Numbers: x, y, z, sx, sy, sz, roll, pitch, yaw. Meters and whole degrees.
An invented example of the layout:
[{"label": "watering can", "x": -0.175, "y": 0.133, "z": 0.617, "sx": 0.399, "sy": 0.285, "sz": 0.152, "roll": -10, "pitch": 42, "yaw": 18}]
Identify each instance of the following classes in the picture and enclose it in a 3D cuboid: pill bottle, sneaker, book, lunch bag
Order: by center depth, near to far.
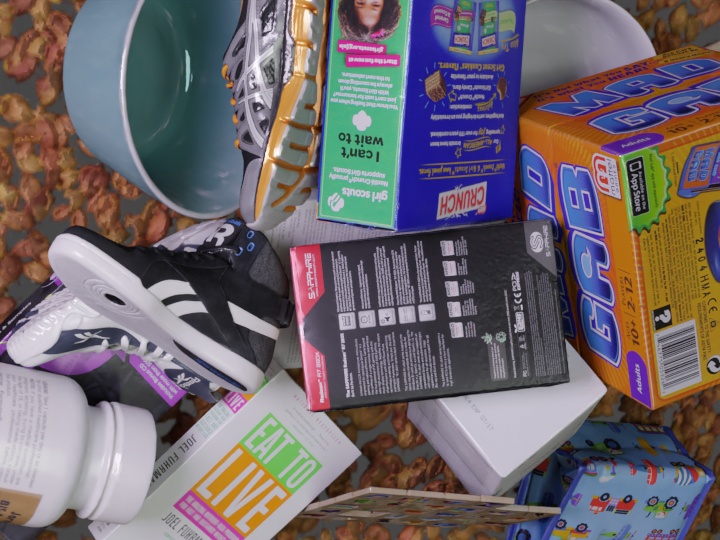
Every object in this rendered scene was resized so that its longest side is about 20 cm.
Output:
[{"label": "sneaker", "x": -0.063, "y": -0.129, "z": 1.152, "sx": 0.078, "sy": 0.077, "sz": 0.202, "roll": 9, "pitch": 91, "yaw": -68}, {"label": "sneaker", "x": -0.131, "y": -0.004, "z": 1.171, "sx": 0.200, "sy": 0.073, "sz": 0.113, "roll": 39, "pitch": 64, "yaw": -36}, {"label": "pill bottle", "x": -0.258, "y": 0.128, "z": 1.189, "sx": 0.198, "sy": 0.114, "sz": 0.115, "roll": 14, "pitch": 98, "yaw": -25}, {"label": "sneaker", "x": -0.161, "y": 0.057, "z": 1.231, "sx": 0.198, "sy": 0.079, "sz": 0.131, "roll": -31, "pitch": 102, "yaw": -33}, {"label": "book", "x": -0.111, "y": 0.175, "z": 1.321, "sx": 0.200, "sy": 0.048, "sz": 0.134, "roll": -44, "pitch": 135, "yaw": -4}, {"label": "lunch bag", "x": 0.213, "y": 0.246, "z": 1.487, "sx": 0.149, "sy": 0.094, "sz": 0.202, "roll": 6, "pitch": 113, "yaw": -25}]

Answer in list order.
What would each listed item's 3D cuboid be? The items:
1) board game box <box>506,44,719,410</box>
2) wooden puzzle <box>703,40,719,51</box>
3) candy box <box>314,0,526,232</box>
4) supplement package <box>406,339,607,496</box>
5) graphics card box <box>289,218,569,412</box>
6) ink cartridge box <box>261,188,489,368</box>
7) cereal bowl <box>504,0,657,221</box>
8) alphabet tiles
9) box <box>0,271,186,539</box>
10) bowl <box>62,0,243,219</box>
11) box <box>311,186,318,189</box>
[{"label": "board game box", "x": 0.245, "y": -0.043, "z": 1.260, "sx": 0.198, "sy": 0.200, "sz": 0.202, "roll": -18, "pitch": 111, "yaw": -18}, {"label": "wooden puzzle", "x": 0.372, "y": -0.129, "z": 1.469, "sx": 0.199, "sy": 0.046, "sz": 0.187, "roll": -23, "pitch": 111, "yaw": -16}, {"label": "candy box", "x": 0.049, "y": -0.135, "z": 1.182, "sx": 0.168, "sy": 0.076, "sz": 0.202, "roll": -8, "pitch": 103, "yaw": -55}, {"label": "supplement package", "x": 0.114, "y": 0.109, "z": 1.322, "sx": 0.109, "sy": 0.200, "sz": 0.114, "roll": -37, "pitch": 78, "yaw": -10}, {"label": "graphics card box", "x": 0.052, "y": 0.034, "z": 1.205, "sx": 0.198, "sy": 0.051, "sz": 0.127, "roll": -7, "pitch": 84, "yaw": 0}, {"label": "ink cartridge box", "x": 0.000, "y": 0.000, "z": 1.318, "sx": 0.198, "sy": 0.050, "sz": 0.162, "roll": -5, "pitch": 123, "yaw": -24}, {"label": "cereal bowl", "x": 0.150, "y": -0.139, "z": 1.350, "sx": 0.198, "sy": 0.083, "sz": 0.202, "roll": -6, "pitch": 106, "yaw": -21}, {"label": "alphabet tiles", "x": 0.061, "y": 0.203, "z": 1.363, "sx": 0.198, "sy": 0.167, "sz": 0.008, "roll": 8, "pitch": 72, "yaw": -25}, {"label": "box", "x": -0.245, "y": 0.104, "z": 1.272, "sx": 0.200, "sy": 0.036, "sz": 0.143, "roll": -44, "pitch": 115, "yaw": -7}, {"label": "bowl", "x": -0.143, "y": -0.144, "z": 1.190, "sx": 0.200, "sy": 0.104, "sz": 0.203, "roll": -17, "pitch": 111, "yaw": -52}, {"label": "box", "x": 0.004, "y": -0.154, "z": 1.246, "sx": 0.201, "sy": 0.075, "sz": 0.050, "roll": -62, "pitch": 146, "yaw": -22}]
